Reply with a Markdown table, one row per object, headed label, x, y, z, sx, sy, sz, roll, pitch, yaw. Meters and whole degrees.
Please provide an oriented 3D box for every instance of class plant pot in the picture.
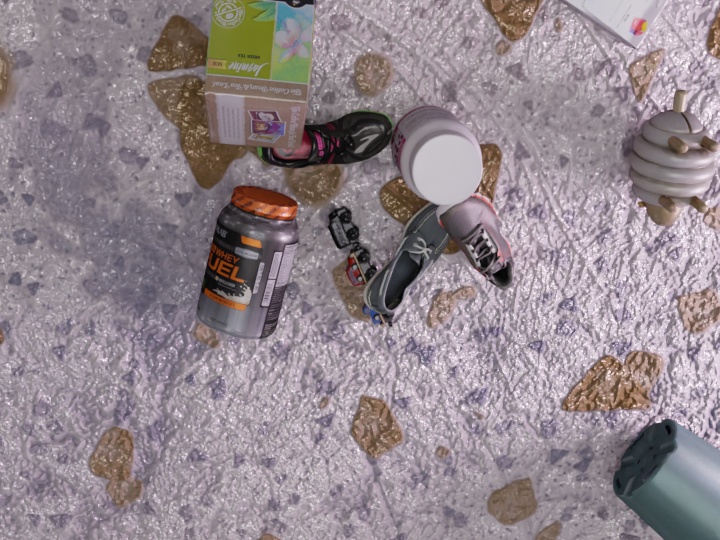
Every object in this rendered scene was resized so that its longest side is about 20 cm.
| label | x | y | z | sx | sy | sz | roll | pitch | yaw |
| --- | --- | --- | --- | --- | --- | --- | --- | --- | --- |
| plant pot | 0.516 | 0.348 | 1.683 | 0.196 | 0.200 | 0.201 | 37 | 101 | -6 |

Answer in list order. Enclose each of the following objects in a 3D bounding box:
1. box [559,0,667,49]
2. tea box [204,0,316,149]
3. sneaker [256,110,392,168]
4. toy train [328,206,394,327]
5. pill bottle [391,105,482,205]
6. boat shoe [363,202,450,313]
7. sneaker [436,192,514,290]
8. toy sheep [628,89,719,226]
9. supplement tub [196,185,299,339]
| label | x | y | z | sx | sy | sz | roll | pitch | yaw |
| --- | --- | --- | --- | --- | --- | --- | --- | --- | --- |
| box | 0.348 | -0.432 | 1.512 | 0.199 | 0.041 | 0.157 | 29 | 102 | -11 |
| tea box | -0.129 | -0.282 | 1.406 | 0.132 | 0.200 | 0.199 | 4 | 79 | -5 |
| sneaker | -0.048 | -0.178 | 1.534 | 0.198 | 0.084 | 0.078 | -12 | 108 | 0 |
| toy train | 0.000 | 0.000 | 1.616 | 0.045 | 0.034 | 0.201 | -23 | 106 | 6 |
| pill bottle | 0.106 | -0.159 | 1.490 | 0.112 | 0.200 | 0.115 | -1 | 106 | -4 |
| boat shoe | 0.083 | -0.018 | 1.586 | 0.073 | 0.062 | 0.201 | 40 | 86 | -21 |
| sneaker | 0.179 | -0.039 | 1.549 | 0.077 | 0.082 | 0.200 | -32 | 139 | 14 |
| toy sheep | 0.451 | -0.160 | 1.551 | 0.136 | 0.138 | 0.202 | 5 | 114 | -6 |
| supplement tub | -0.159 | -0.013 | 1.554 | 0.121 | 0.123 | 0.202 | 13 | 105 | -8 |
